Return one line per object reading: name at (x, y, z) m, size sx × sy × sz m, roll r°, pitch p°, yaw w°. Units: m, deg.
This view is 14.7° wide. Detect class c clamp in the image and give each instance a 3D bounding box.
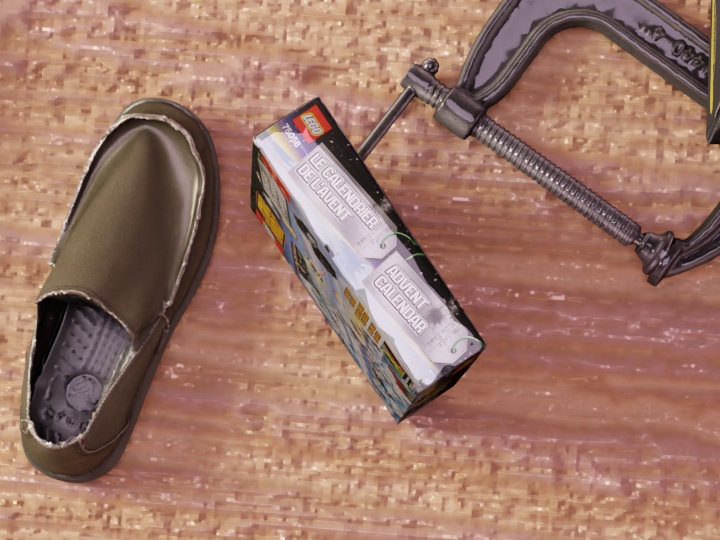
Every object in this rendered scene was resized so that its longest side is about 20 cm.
c clamp at (0.113, -0.064, 1.413) m, size 0.200 × 0.027 × 0.171 m, roll 30°, pitch 81°, yaw 4°

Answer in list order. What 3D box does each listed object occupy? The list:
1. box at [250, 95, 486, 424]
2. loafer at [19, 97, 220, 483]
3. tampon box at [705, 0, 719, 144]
box at (0.000, 0.000, 1.324) m, size 0.040 × 0.200 × 0.137 m, roll -34°, pitch 86°, yaw -6°
loafer at (-0.121, 0.010, 1.394) m, size 0.075 × 0.070 × 0.200 m, roll 14°, pitch 87°, yaw 4°
tampon box at (0.273, -0.139, 1.350) m, size 0.200 × 0.126 × 0.150 m, roll 4°, pitch 80°, yaw 2°
